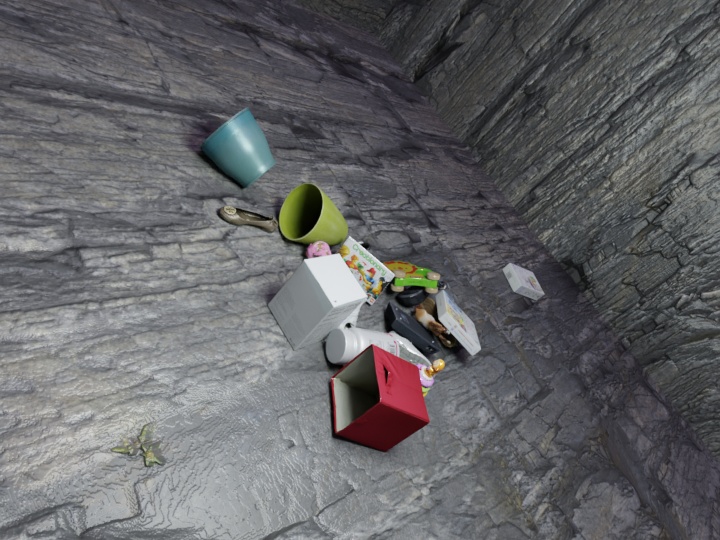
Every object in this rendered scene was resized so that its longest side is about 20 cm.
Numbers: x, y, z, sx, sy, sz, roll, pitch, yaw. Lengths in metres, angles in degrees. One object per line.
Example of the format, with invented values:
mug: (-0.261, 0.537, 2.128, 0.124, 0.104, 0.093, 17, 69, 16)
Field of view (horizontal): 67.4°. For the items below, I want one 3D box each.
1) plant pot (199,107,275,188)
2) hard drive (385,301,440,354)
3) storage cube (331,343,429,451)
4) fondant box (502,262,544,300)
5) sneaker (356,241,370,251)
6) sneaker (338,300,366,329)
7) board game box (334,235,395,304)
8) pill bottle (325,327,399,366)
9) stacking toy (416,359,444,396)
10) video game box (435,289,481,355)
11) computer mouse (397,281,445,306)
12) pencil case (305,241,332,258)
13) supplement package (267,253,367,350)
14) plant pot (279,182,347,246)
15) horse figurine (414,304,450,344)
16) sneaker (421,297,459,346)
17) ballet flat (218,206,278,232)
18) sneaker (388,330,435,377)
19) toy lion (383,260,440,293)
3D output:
plant pot: (-0.376, -0.377, 1.723, 0.189, 0.198, 0.201, 52, 30, -16)
hard drive: (0.168, 0.193, 1.779, 0.198, 0.043, 0.135, 36, 14, -21)
storage cube: (0.049, 0.330, 1.388, 0.178, 0.200, 0.173, 29, 34, -32)
fondant box: (0.808, 0.056, 2.678, 0.197, 0.058, 0.146, 17, 41, -35)
sneaker: (0.017, -0.039, 1.837, 0.197, 0.116, 0.076, 14, 42, -38)
sneaker: (-0.035, 0.136, 1.639, 0.088, 0.075, 0.199, 57, 38, 2)
board game box: (0.000, 0.000, 1.767, 0.199, 0.127, 0.035, 39, 4, -8)
pill bottle: (0.006, 0.224, 1.531, 0.197, 0.113, 0.115, 15, 42, -38)
stacking toy: (0.167, 0.312, 1.532, 0.109, 0.200, 0.116, 40, 33, -5)
video game box: (0.339, 0.179, 1.892, 0.183, 0.047, 0.201, 49, 16, -12)
computer mouse: (0.208, 0.087, 1.934, 0.198, 0.136, 0.054, -23, 105, -50)
pencil case: (-0.109, 0.006, 1.680, 0.087, 0.081, 0.203, 73, -5, -57)
supplement package: (-0.118, 0.083, 1.468, 0.149, 0.200, 0.153, -12, 61, -52)
plant pot: (-0.134, -0.157, 1.770, 0.199, 0.186, 0.190, 27, 33, -51)
horse figurine: (0.240, 0.177, 1.842, 0.200, 0.050, 0.132, 44, 3, 40)
sneaker: (0.293, 0.191, 1.949, 0.089, 0.067, 0.202, 17, 37, -56)
ballet flat: (-0.335, -0.162, 1.644, 0.197, 0.046, 0.068, 16, 41, -38)
sneaker: (0.160, 0.267, 1.702, 0.199, 0.076, 0.081, 41, 22, -8)
toy lion: (0.169, 0.012, 1.921, 0.195, 0.070, 0.192, 4, 20, -6)
